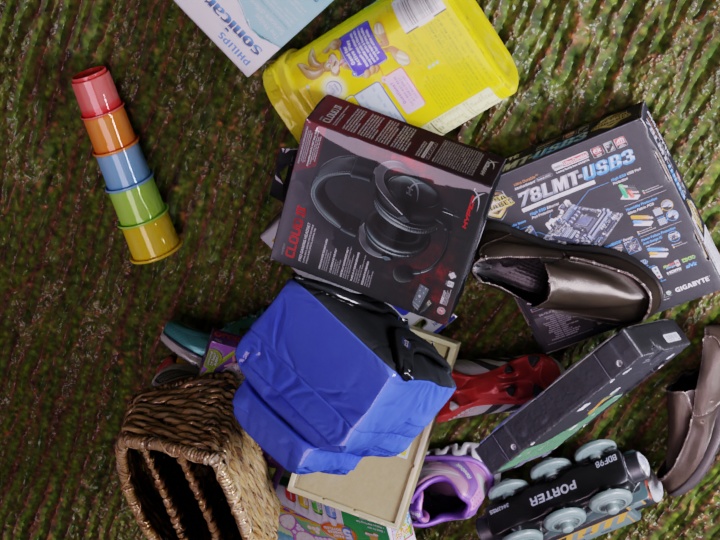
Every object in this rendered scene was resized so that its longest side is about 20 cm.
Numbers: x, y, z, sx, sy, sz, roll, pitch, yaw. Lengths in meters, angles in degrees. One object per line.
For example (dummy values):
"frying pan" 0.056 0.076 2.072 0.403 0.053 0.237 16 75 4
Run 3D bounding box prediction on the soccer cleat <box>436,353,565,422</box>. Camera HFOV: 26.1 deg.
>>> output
"soccer cleat" 0.122 0.123 1.613 0.199 0.085 0.069 -9 73 26

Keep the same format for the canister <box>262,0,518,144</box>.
"canister" 0.031 -0.180 1.463 0.199 0.087 0.149 -29 108 23

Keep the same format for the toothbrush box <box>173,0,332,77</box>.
"toothbrush box" -0.078 -0.301 1.422 0.146 0.085 0.200 44 117 -13

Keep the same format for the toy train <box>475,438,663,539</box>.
"toy train" 0.222 0.248 1.644 0.199 0.086 0.114 -27 145 19

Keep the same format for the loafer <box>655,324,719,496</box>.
"loafer" 0.340 0.135 1.577 0.071 0.073 0.201 22 111 5

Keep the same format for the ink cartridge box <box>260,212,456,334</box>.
"ink cartridge box" 0.000 0.000 1.595 0.200 0.037 0.095 45 118 -10

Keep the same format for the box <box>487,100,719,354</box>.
"box" 0.226 -0.038 1.516 0.199 0.050 0.199 -22 110 23

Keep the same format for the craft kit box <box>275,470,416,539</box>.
"craft kit box" -0.021 0.310 1.712 0.199 0.049 0.199 8 128 38

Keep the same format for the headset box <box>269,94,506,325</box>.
"headset box" 0.015 -0.060 1.427 0.199 0.077 0.150 21 118 6

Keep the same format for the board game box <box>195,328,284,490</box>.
"board game box" -0.125 0.160 1.624 0.119 0.032 0.201 14 122 -13

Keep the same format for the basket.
"basket" -0.171 0.229 1.566 0.142 0.149 0.201 -12 123 8

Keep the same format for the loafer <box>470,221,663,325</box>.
"loafer" 0.189 0.015 1.486 0.199 0.071 0.073 14 121 7

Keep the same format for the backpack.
"backpack" -0.018 0.103 1.474 0.163 0.200 0.168 47 105 20

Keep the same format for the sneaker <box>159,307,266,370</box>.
"sneaker" -0.112 0.077 1.652 0.198 0.078 0.080 11 101 1

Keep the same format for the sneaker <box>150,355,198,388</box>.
"sneaker" -0.135 0.157 1.681 0.198 0.082 0.078 12 120 5

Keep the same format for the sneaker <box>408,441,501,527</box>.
"sneaker" 0.049 0.238 1.681 0.199 0.089 0.081 -7 119 19

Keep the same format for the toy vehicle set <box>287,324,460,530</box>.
"toy vehicle set" 0.013 0.149 1.582 0.123 0.027 0.201 19 95 12

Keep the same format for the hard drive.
"hard drive" 0.216 0.121 1.516 0.200 0.139 0.038 -44 71 26

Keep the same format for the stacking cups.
"stacking cups" -0.238 -0.107 1.576 0.060 0.061 0.201 -9 115 17
